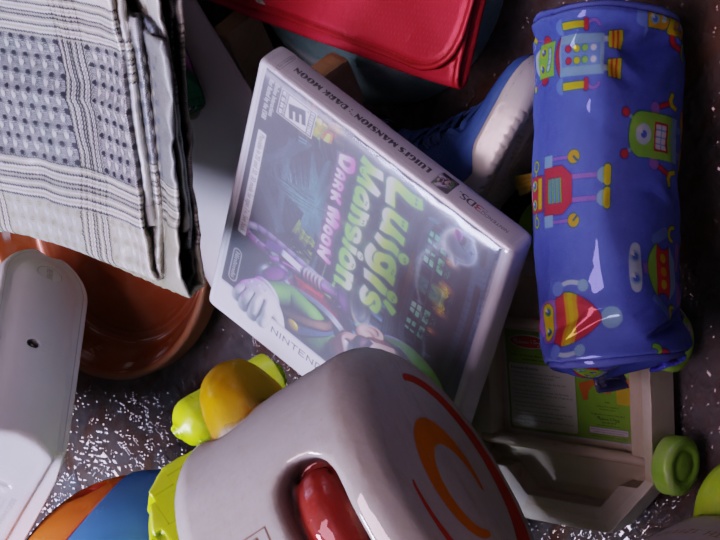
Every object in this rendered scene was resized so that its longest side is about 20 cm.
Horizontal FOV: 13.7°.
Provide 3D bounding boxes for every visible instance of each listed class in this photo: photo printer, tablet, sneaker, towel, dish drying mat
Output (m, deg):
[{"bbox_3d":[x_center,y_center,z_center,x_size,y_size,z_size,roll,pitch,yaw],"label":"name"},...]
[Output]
[{"bbox_3d":[-0.228,0.095,1.848,0.167,0.069,0.200,-58,18,32],"label":"photo printer"},{"bbox_3d":[-0.104,-0.092,1.767,0.201,0.014,0.130,58,142,18],"label":"tablet"},{"bbox_3d":[0.032,-0.063,1.671,0.111,0.077,0.200,40,132,16],"label":"sneaker"},{"bbox_3d":[-0.163,-0.093,1.705,0.200,0.034,0.194,17,117,47],"label":"towel"},{"bbox_3d":[-0.012,-0.163,1.669,0.199,0.018,0.077,23,104,38],"label":"dish drying mat"}]

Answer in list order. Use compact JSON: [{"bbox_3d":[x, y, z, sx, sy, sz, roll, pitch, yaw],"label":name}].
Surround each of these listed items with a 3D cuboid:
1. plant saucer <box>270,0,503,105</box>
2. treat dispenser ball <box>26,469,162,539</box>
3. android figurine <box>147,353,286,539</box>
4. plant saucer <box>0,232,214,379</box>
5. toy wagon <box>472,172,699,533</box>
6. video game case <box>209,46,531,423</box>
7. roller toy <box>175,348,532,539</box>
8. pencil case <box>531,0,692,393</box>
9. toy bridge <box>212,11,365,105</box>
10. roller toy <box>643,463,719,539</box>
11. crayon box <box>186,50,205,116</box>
[{"bbox_3d":[-0.003,-0.190,1.698,0.199,0.036,0.201,12,109,40],"label":"plant saucer"},{"bbox_3d":[-0.120,0.220,1.799,0.200,0.200,0.202,13,110,39],"label":"treat dispenser ball"},{"bbox_3d":[-0.039,0.138,1.714,0.182,0.199,0.041,55,160,17],"label":"android figurine"},{"bbox_3d":[-0.158,-0.032,1.883,0.200,0.032,0.201,12,109,39],"label":"plant saucer"},{"bbox_3d":[0.115,0.042,1.650,0.155,0.039,0.201,7,105,41],"label":"toy wagon"},{"bbox_3d":[0.000,0.000,1.655,0.182,0.023,0.201,38,140,20],"label":"video game case"},{"bbox_3d":[-0.005,0.146,1.572,0.139,0.183,0.200,-33,119,17],"label":"roller toy"},{"bbox_3d":[0.133,-0.039,1.559,0.078,0.086,0.201,-14,76,60],"label":"pencil case"},{"bbox_3d":[-0.063,-0.120,1.756,0.200,0.027,0.067,29,152,48],"label":"toy bridge"},{"bbox_3d":[0.198,0.219,1.553,0.200,0.139,0.183,53,130,17],"label":"roller toy"},{"bbox_3d":[-0.181,-0.116,1.798,0.200,0.058,0.119,-28,81,54],"label":"crayon box"}]
